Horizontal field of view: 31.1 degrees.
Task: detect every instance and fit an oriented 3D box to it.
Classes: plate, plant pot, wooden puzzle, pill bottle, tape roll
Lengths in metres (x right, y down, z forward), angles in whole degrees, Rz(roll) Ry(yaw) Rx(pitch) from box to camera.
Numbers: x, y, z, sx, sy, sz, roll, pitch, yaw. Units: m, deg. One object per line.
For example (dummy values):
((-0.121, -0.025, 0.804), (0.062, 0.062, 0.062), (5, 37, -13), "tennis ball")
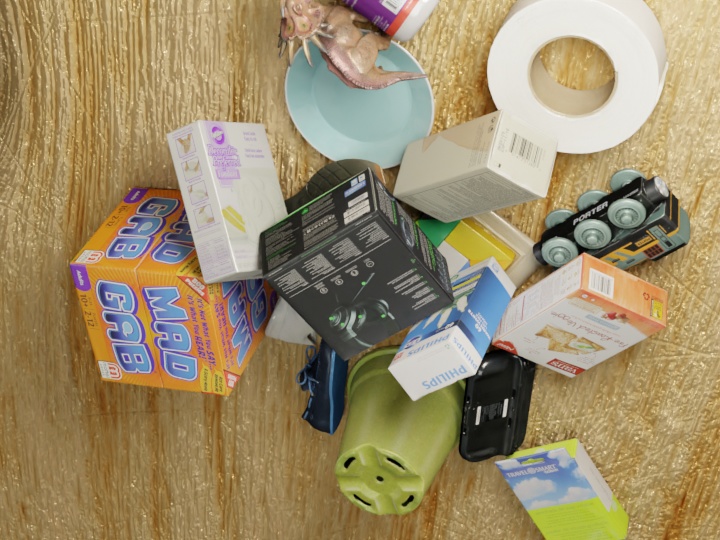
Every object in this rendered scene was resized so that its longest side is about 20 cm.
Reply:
((0.000, -0.220, 1.643), (0.199, 0.026, 0.201), (10, 126, 14), "plate")
((0.050, 0.244, 1.856), (0.200, 0.184, 0.201), (10, 128, 14), "plant pot")
((0.123, -0.020, 1.733), (0.200, 0.037, 0.185), (35, 128, -6), "wooden puzzle")
((0.004, -0.360, 1.484), (0.200, 0.113, 0.113), (35, 129, -5), "pill bottle")
((0.252, -0.238, 1.505), (0.202, 0.071, 0.203), (10, 126, 14), "tape roll")

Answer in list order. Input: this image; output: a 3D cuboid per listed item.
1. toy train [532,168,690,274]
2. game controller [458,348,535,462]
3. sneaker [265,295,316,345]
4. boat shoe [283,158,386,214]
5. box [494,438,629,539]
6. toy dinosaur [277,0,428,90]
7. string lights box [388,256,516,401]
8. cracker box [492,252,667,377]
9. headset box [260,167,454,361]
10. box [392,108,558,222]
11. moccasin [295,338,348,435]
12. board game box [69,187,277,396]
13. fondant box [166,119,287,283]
((0.314, -0.044, 1.619), (0.114, 0.085, 0.200), (40, 129, -22), "toy train")
((0.193, 0.191, 1.832), (0.104, 0.042, 0.201), (-7, 127, -13), "game controller")
((-0.067, 0.038, 1.793), (0.088, 0.075, 0.200), (23, 143, -3), "sneaker")
((-0.037, -0.090, 1.725), (0.200, 0.074, 0.076), (-26, 69, 41), "boat shoe")
((0.296, 0.325, 1.903), (0.122, 0.048, 0.200), (-18, 120, 30), "box")
((-0.023, -0.260, 1.520), (0.200, 0.136, 0.086), (40, 121, -1), "toy dinosaur")
((0.120, 0.072, 1.649), (0.103, 0.200, 0.059), (-28, 107, 34), "string lights box")
((0.280, 0.062, 1.666), (0.134, 0.058, 0.200), (22, 148, -19), "cracker box")
((0.000, 0.000, 1.640), (0.174, 0.093, 0.200), (-30, 127, 18), "headset box")
((0.136, -0.122, 1.563), (0.095, 0.078, 0.200), (25, 161, -28), "box")
((-0.062, 0.167, 1.912), (0.068, 0.081, 0.201), (17, 128, 14), "moccasin")
((-0.252, 0.026, 1.802), (0.199, 0.200, 0.200), (5, 126, 17), "board game box")
((-0.162, -0.089, 1.670), (0.058, 0.144, 0.201), (-19, 84, 31), "fondant box")
